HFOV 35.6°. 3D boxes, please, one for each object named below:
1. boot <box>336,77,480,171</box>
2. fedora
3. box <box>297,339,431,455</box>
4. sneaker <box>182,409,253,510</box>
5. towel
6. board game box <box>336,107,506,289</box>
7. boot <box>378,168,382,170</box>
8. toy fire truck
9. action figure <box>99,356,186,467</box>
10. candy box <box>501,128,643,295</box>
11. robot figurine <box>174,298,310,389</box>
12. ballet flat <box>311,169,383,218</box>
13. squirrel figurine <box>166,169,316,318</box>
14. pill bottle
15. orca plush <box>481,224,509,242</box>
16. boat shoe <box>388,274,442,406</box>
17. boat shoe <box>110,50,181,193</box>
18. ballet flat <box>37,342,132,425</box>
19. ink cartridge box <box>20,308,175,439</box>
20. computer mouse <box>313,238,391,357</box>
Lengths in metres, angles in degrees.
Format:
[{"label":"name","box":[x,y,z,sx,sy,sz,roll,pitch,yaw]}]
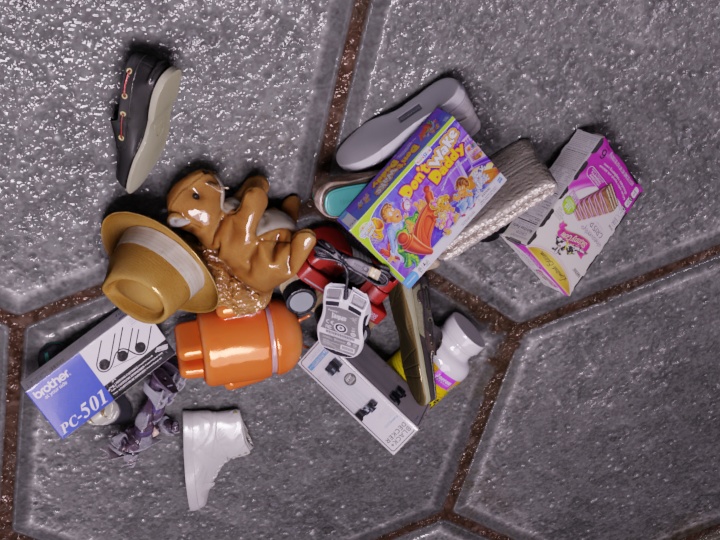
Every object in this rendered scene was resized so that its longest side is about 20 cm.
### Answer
[{"label":"boot","box":[0.071,-0.174,1.531,0.199,0.074,0.096,-29,133,11]},{"label":"fedora","box":[-0.283,0.011,1.485,0.082,0.199,0.202,-53,140,-32]},{"label":"box","box":[0.008,0.173,1.690,0.200,0.117,0.060,43,107,0]},{"label":"sneaker","box":[-0.228,0.308,1.808,0.114,0.074,0.202,-4,127,-11]},{"label":"towel","box":[0.176,-0.099,1.584,0.199,0.133,0.035,-31,126,8]},{"label":"board game box","box":[0.083,-0.094,1.488,0.200,0.045,0.134,-48,124,0]},{"label":"boot","box":[0.082,-0.118,1.584,0.198,0.074,0.076,-22,121,2]},{"label":"toy fire truck","box":[0.000,0.000,1.605,0.200,0.129,0.175,-44,127,17]},{"label":"action figure","box":[-0.322,0.229,1.698,0.130,0.069,0.201,-31,153,-59]},{"label":"candy box","box":[0.312,-0.085,1.637,0.136,0.061,0.201,41,82,-38]},{"label":"robot figurine","box":[-0.171,0.105,1.642,0.197,0.117,0.146,-8,96,-11]},{"label":"ballet flat","box":[0.025,-0.113,1.519,0.198,0.067,0.069,-4,110,-25]},{"label":"squirrel figurine","box":[-0.187,-0.039,1.513,0.185,0.142,0.201,22,116,-24]},{"label":"pill bottle","box":[0.102,0.159,1.780,0.104,0.105,0.200,33,112,-35]},{"label":"orca plush","box":[0.222,-0.070,1.661,0.197,0.071,0.106,-2,127,-17]},{"label":"boat shoe","box":[0.094,0.100,1.693,0.065,0.203,0.072,-9,170,-20]},{"label":"boat shoe","box":[-0.280,-0.186,1.415,0.063,0.074,0.202,29,132,6]},{"label":"ballet flat","box":[-0.407,0.188,1.659,0.073,0.073,0.201,-30,130,7]},{"label":"ink cartridge box","box":[-0.372,0.138,1.593,0.199,0.044,0.095,-38,118,-14]},{"label":"computer mouse","box":[-0.020,0.042,1.538,0.108,0.044,0.201,18,138,7]}]
